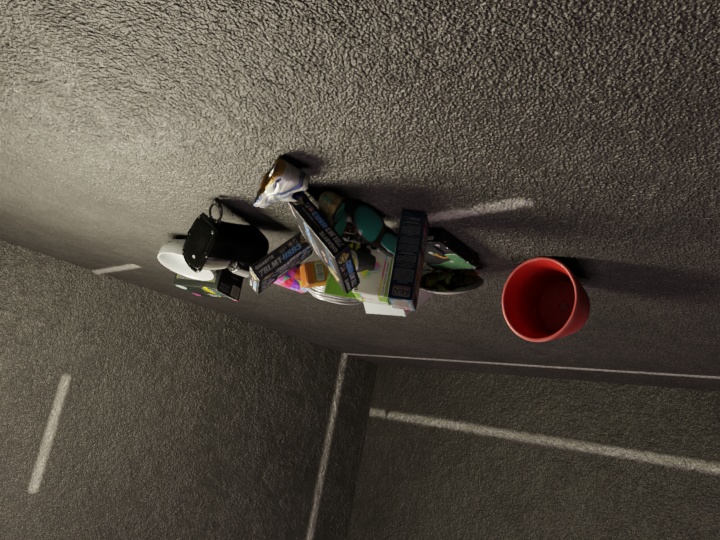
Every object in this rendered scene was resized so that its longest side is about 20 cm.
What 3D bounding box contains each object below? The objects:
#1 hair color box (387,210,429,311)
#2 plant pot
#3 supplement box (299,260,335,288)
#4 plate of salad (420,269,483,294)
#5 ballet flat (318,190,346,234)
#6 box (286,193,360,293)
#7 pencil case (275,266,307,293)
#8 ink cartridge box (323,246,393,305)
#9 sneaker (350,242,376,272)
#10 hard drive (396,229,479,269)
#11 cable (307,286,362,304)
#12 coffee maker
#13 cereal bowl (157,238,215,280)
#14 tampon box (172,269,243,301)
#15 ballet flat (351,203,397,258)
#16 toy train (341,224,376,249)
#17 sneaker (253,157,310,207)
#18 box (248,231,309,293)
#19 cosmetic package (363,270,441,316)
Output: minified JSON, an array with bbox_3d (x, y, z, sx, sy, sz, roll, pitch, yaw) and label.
[{"bbox_3d":[0.110,-0.021,1.452,0.059,0.206,0.100,8,166,13],"label":"hair color box"},{"bbox_3d":[0.477,0.081,1.599,0.197,0.207,0.175,0,171,39],"label":"plant pot"},{"bbox_3d":[-0.070,0.001,1.828,0.195,0.071,0.066,-6,172,-19],"label":"supplement box"},{"bbox_3d":[0.232,0.019,1.722,0.194,0.049,0.201,-2,-163,0],"label":"plate of salad"},{"bbox_3d":[-0.068,-0.132,1.482,0.069,0.073,0.200,11,166,2],"label":"ballet flat"},{"bbox_3d":[-0.084,-0.068,1.473,0.199,0.049,0.201,49,170,23],"label":"box"},{"bbox_3d":[-0.256,0.014,2.130,0.195,0.091,0.088,17,165,-20],"label":"pencil case"},{"bbox_3d":[0.000,0.000,1.726,0.194,0.152,0.076,8,163,14],"label":"ink cartridge box"},{"bbox_3d":[-0.015,-0.034,1.662,0.082,0.076,0.200,5,-161,-15],"label":"sneaker"},{"bbox_3d":[0.195,-0.050,1.607,0.137,0.039,0.198,0,160,41],"label":"hard drive"},{"bbox_3d":[-0.066,0.043,1.951,0.196,0.071,0.199,18,-164,25],"label":"cable"},{"bbox_3d":[-0.344,-0.075,1.715,0.191,0.137,0.198,-39,154,29],"label":"coffee maker"},{"bbox_3d":[-0.565,-0.047,2.128,0.195,0.085,0.201,14,159,6],"label":"cereal bowl"},{"bbox_3d":[-0.537,0.020,2.289,0.195,0.130,0.150,5,164,25],"label":"tampon box"},{"bbox_3d":[0.035,-0.089,1.510,0.199,0.075,0.072,37,154,-33],"label":"ballet flat"},{"bbox_3d":[-0.035,-0.093,1.618,0.194,0.047,0.034,13,161,4],"label":"toy train"},{"bbox_3d":[-0.169,-0.168,1.372,0.086,0.077,0.199,21,164,-19],"label":"sneaker"},{"bbox_3d":[-0.207,-0.028,1.715,0.050,0.198,0.199,51,165,4],"label":"box"},{"bbox_3d":[0.123,0.061,1.821,0.148,0.053,0.199,-3,-158,44],"label":"cosmetic package"}]
